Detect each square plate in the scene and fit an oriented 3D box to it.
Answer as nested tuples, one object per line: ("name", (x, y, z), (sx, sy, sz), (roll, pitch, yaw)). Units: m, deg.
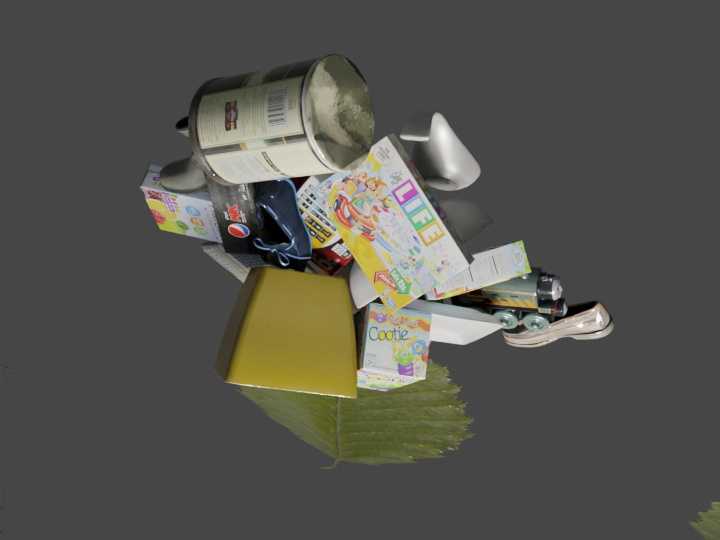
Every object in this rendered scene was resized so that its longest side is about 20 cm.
("square plate", (0.113, 0.083, 1.479), (0.197, 0.029, 0.200), (10, 165, -10))

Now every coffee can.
("coffee can", (-0.102, -0.191, 1.158), (0.199, 0.147, 0.146), (-2, 148, 34))

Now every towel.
("towel", (-0.175, -0.010, 1.705), (0.192, 0.035, 0.200), (-8, 142, 36))

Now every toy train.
("toy train", (0.242, 0.038, 1.477), (0.199, 0.086, 0.114), (6, 143, 22))

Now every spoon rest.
("spoon rest", (0.105, -0.163, 1.206), (0.099, 0.061, 0.200), (8, 166, 21))

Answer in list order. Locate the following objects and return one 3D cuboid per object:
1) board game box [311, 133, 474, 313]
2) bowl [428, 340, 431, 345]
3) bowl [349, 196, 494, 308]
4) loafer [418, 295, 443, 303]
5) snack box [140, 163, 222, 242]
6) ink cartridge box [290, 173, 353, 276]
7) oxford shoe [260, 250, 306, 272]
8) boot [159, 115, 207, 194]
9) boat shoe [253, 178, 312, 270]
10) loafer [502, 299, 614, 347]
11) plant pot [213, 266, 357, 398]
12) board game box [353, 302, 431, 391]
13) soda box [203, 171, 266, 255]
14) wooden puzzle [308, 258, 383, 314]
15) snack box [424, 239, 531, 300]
("board game box", (0.043, -0.061, 1.189), (0.134, 0.034, 0.201), (-33, 91, 25))
("bowl", (0.051, 0.128, 1.759), (0.200, 0.091, 0.201), (15, 154, 7))
("bowl", (0.080, -0.035, 1.334), (0.075, 0.199, 0.200), (58, 143, 4))
("loafer", (0.113, 0.028, 1.553), (0.072, 0.063, 0.200), (-25, 156, -15))
("snack box", (-0.261, -0.105, 1.518), (0.199, 0.053, 0.142), (13, 155, 9))
("ink cartridge box", (-0.057, -0.103, 1.336), (0.175, 0.084, 0.200), (37, 150, -8))
("oxford shoe", (-0.134, -0.041, 1.502), (0.074, 0.071, 0.200), (8, -178, -11))
("boot", (-0.247, -0.188, 1.363), (0.199, 0.068, 0.131), (-5, 144, 24))
("boat shoe", (-0.127, -0.062, 1.309), (0.084, 0.069, 0.201), (18, 148, 27))
("loafer", (0.333, 0.084, 1.535), (0.199, 0.072, 0.063), (-9, 128, 33))
("plant pot", (-0.109, 0.089, 1.390), (0.199, 0.178, 0.200), (10, 177, -14))
("board game box", (0.030, 0.128, 1.430), (0.104, 0.104, 0.200), (11, 164, -13))
("soda box", (-0.184, -0.107, 1.351), (0.070, 0.064, 0.201), (4, 144, 5))
("wooden puzzle", (0.000, 0.000, 1.543), (0.199, 0.046, 0.186), (-11, 121, 52))
("snack box", (0.165, 0.002, 1.328), (0.141, 0.053, 0.200), (-15, 178, -1))
